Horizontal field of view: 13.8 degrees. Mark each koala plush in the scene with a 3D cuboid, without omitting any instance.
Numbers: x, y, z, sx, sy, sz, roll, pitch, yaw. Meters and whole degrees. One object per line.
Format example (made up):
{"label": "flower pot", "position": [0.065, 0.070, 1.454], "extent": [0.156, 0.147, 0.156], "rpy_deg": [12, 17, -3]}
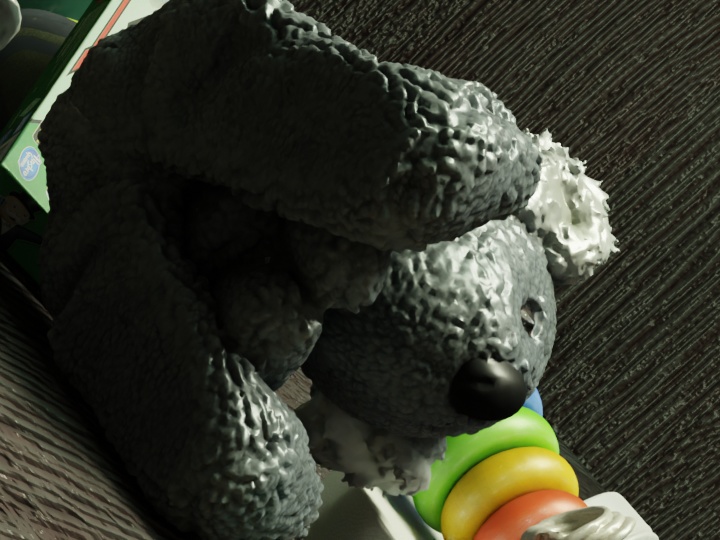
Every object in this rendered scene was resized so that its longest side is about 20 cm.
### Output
{"label": "koala plush", "position": [0.000, 0.000, 1.052], "extent": [0.199, 0.178, 0.184], "rpy_deg": [22, 15, -47]}

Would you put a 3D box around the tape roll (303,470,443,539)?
{"label": "tape roll", "position": [0.049, 0.160, 1.182], "extent": [0.203, 0.037, 0.203], "rpy_deg": [49, 3, -4]}

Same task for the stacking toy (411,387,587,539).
{"label": "stacking toy", "position": [0.054, 0.082, 1.186], "extent": [0.085, 0.085, 0.200], "rpy_deg": [44, 10, -50]}

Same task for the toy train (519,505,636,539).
{"label": "toy train", "position": [0.046, 0.120, 0.891], "extent": [0.200, 0.149, 0.056], "rpy_deg": [-139, -145, -86]}

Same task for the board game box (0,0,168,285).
{"label": "board game box", "position": [-0.070, -0.039, 1.170], "extent": [0.135, 0.029, 0.200], "rpy_deg": [46, 34, -16]}

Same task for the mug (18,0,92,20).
{"label": "mug", "position": [-0.102, -0.100, 1.482], "extent": [0.152, 0.114, 0.185], "rpy_deg": [49, 3, 16]}

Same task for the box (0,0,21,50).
{"label": "box", "position": [-0.155, -0.069, 0.477], "extent": [0.109, 0.128, 0.200], "rpy_deg": [45, 5, -34]}

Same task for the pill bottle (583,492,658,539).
{"label": "pill bottle", "position": [0.150, 0.201, 1.345], "extent": [0.200, 0.112, 0.112], "rpy_deg": [51, 5, 22]}

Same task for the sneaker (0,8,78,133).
{"label": "sneaker", "position": [-0.100, -0.038, 1.229], "extent": [0.200, 0.074, 0.081], "rpy_deg": [48, 7, 21]}
